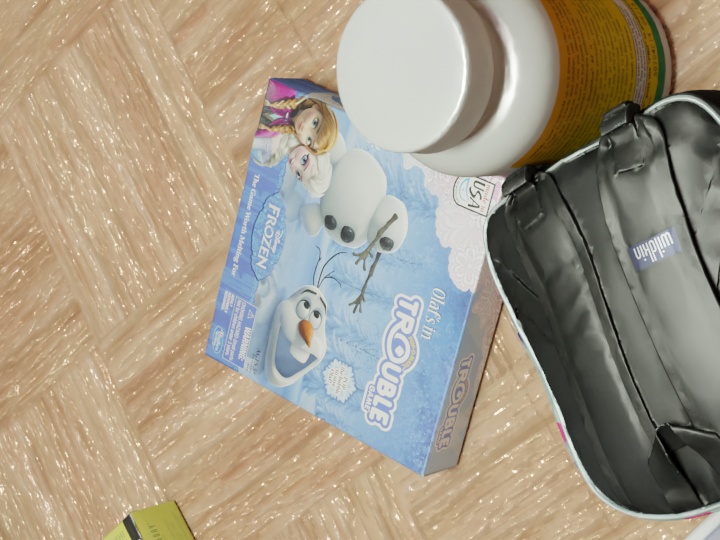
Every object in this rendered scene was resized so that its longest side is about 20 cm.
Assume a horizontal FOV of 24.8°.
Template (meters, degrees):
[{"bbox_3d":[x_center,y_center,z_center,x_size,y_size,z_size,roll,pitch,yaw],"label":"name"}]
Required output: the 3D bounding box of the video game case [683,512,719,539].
[{"bbox_3d":[0.265,0.192,0.894,0.183,0.023,0.200,52,122,22],"label":"video game case"}]

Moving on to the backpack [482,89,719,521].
[{"bbox_3d":[0.177,0.026,0.864,0.177,0.150,0.202,-31,69,38],"label":"backpack"}]

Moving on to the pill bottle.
[{"bbox_3d":[0.079,-0.109,0.895,0.112,0.199,0.114,5,98,37],"label":"pill bottle"}]

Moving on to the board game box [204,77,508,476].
[{"bbox_3d":[0.000,0.000,1.067,0.198,0.043,0.202,25,109,32],"label":"board game box"}]

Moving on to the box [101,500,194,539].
[{"bbox_3d":[-0.197,0.259,1.245,0.200,0.050,0.076,-44,69,32],"label":"box"}]
